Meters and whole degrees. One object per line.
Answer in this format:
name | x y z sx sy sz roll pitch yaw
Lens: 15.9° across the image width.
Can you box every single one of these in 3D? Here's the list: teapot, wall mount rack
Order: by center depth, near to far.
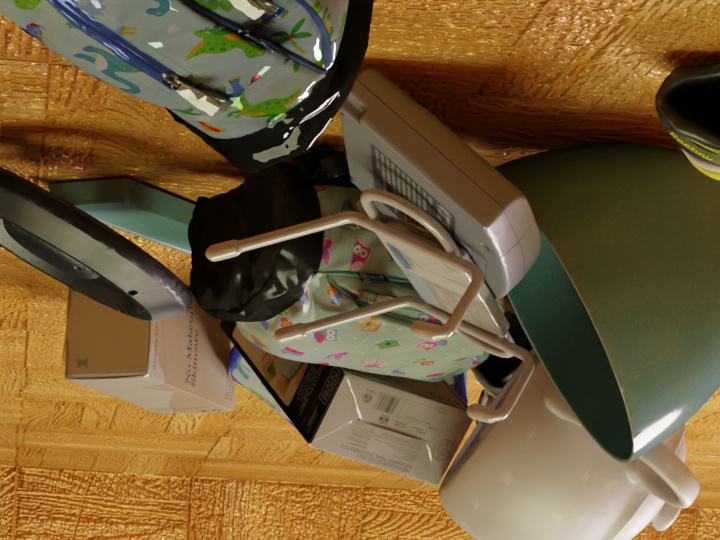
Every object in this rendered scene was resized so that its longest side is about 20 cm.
wall mount rack | 0.011 0.018 1.566 0.173 0.075 0.200 23 162 31
teapot | 0.159 0.129 1.776 0.146 0.198 0.200 36 -147 1

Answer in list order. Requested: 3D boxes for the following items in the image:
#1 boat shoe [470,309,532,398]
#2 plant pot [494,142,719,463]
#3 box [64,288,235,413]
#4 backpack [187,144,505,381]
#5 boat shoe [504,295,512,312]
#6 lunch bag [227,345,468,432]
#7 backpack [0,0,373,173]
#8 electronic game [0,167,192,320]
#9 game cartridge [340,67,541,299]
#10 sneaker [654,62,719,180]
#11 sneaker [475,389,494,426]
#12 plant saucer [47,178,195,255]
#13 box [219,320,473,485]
boat shoe | 0.121 0.071 1.917 0.072 0.202 0.060 -43 168 26
plant pot | 0.177 0.000 1.602 0.134 0.201 0.200 -27 173 -9
box | -0.177 0.063 2.199 0.077 0.095 0.200 -2 170 18
backpack | 0.000 0.000 1.717 0.199 0.127 0.167 11 167 -27
boat shoe | 0.045 -0.002 1.856 0.064 0.072 0.200 11 167 -43
lunch bag | -0.011 0.082 2.188 0.199 0.128 0.170 11 166 -4
backpack | -0.077 -0.145 0.952 0.200 0.164 0.154 19 153 -36
electronic game | -0.200 -0.025 1.715 0.200 0.042 0.200 28 170 6
game cartridge | 0.048 -0.044 1.525 0.133 0.042 0.200 38 172 8
sneaker | 0.248 -0.081 1.379 0.199 0.075 0.085 -5 167 34
sneaker | 0.170 0.092 1.960 0.076 0.116 0.200 0 134 -43
plant saucer | -0.143 -0.036 1.866 0.070 0.019 0.200 -3 169 28
box | -0.012 0.071 1.859 0.116 0.060 0.200 19 -164 -30
